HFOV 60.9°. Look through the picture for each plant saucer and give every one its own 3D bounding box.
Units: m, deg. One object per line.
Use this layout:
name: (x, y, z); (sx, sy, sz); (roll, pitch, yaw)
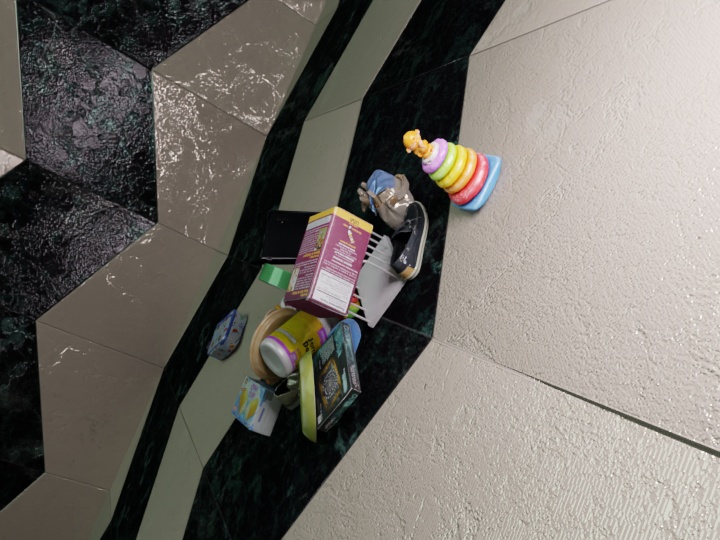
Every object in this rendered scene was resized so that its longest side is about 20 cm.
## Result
plant saucer: (-0.120, 0.282, 1.373); (0.200, 0.030, 0.205); (177, 90, -84)

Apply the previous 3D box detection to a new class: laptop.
laptop: (-0.184, -0.082, 1.630); (0.199, 0.183, 0.119); (-11, 79, 63)

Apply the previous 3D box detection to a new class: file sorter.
file sorter: (0.000, 0.000, 1.405); (0.140, 0.123, 0.201); (-55, 26, 21)

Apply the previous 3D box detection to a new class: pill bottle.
pill bottle: (-0.141, 0.160, 1.484); (0.199, 0.105, 0.104); (-39, 8, -34)

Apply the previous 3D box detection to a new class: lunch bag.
lunch bag: (-0.500, 0.238, 2.284); (0.199, 0.075, 0.163); (-34, 36, 48)

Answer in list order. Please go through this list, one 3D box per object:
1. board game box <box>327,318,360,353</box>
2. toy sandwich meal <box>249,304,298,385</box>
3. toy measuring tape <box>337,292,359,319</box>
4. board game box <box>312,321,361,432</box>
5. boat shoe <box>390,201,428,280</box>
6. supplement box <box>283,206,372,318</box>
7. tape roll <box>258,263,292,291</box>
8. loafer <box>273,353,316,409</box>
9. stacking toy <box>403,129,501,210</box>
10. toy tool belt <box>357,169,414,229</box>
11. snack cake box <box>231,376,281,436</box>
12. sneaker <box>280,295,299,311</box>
board game box: (-0.043, 0.212, 1.390); (0.157, 0.038, 0.204); (-2, 66, 62)
toy sandwich meal: (-0.215, 0.184, 1.544); (0.069, 0.204, 0.209); (19, 83, 39)
toy measuring tape: (-0.031, 0.072, 1.504); (0.074, 0.073, 0.200); (-57, 3, 16)
board game box: (-0.056, 0.226, 1.322); (0.136, 0.028, 0.202); (-52, 28, 27)
boat shoe: (0.103, -0.075, 1.338); (0.074, 0.061, 0.204); (-36, 35, 49)
supplement box: (-0.068, -0.013, 1.281); (0.130, 0.102, 0.204); (-9, 61, 59)
tape roll: (-0.173, 0.041, 1.631); (0.200, 0.198, 0.049); (10, 76, 65)
loafer: (-0.150, 0.274, 1.518); (0.201, 0.069, 0.076); (-50, 27, 28)
stacking toy: (0.159, -0.208, 1.177); (0.118, 0.197, 0.110); (-63, 24, 2)
toy tool belt: (0.051, -0.191, 1.483); (0.126, 0.121, 0.201); (-56, 25, 17)
snack cake box: (-0.289, 0.376, 1.714); (0.199, 0.066, 0.117); (1, 68, 64)
sneaker: (-0.162, 0.122, 1.708); (0.086, 0.080, 0.201); (-44, 37, 15)
